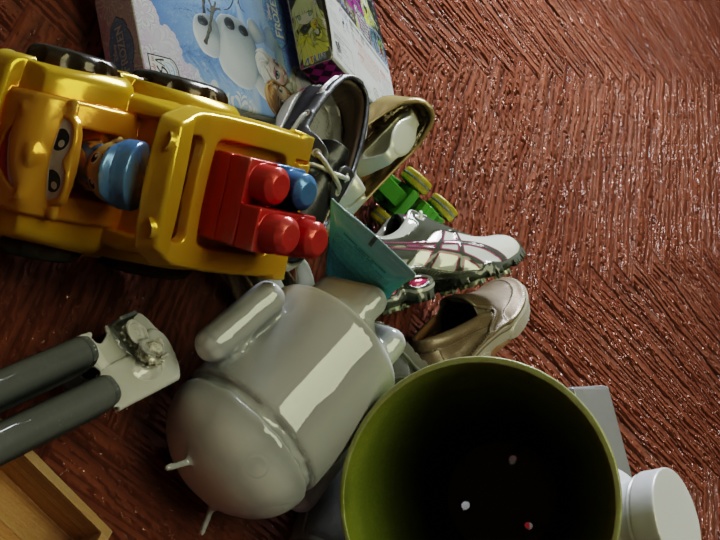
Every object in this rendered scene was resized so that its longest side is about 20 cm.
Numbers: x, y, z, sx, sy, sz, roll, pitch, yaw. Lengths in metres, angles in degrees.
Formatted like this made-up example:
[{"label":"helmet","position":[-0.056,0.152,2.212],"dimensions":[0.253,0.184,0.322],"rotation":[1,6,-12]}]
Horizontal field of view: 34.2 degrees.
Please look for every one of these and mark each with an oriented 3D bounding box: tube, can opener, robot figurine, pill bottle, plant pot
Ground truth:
[{"label":"tube","position":[0.000,0.000,0.889],"dimensions":[0.077,0.200,0.051],"rotation":[37,78,4]},{"label":"can opener","position":[-0.175,0.072,0.698],"dimensions":[0.053,0.066,0.200],"rotation":[57,24,3]},{"label":"robot figurine","position":[-0.054,0.090,0.812],"dimensions":[0.200,0.112,0.170],"rotation":[-45,123,-30]},{"label":"pill bottle","position":[0.182,0.232,1.005],"dimensions":[0.112,0.199,0.113],"rotation":[30,49,-42]},{"label":"plant pot","position":[0.098,0.166,0.862],"dimensions":[0.200,0.186,0.189],"rotation":[38,38,-74]}]

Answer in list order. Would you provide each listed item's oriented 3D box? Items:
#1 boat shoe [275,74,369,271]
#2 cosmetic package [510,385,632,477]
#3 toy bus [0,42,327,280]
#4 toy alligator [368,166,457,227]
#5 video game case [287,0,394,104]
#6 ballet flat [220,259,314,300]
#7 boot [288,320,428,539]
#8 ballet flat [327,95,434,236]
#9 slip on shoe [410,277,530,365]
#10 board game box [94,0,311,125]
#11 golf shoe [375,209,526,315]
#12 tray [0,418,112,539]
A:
[{"label":"boat shoe","position":[-0.034,-0.080,0.883],"dimensions":[0.074,0.060,0.201],"rotation":[51,32,-25]},{"label":"cosmetic package","position":[0.202,0.219,1.125],"dimensions":[0.090,0.106,0.202],"rotation":[9,67,-51]},{"label":"toy bus","position":[-0.120,-0.053,0.731],"dimensions":[0.199,0.191,0.137],"rotation":[8,98,-49]},{"label":"toy alligator","position":[0.027,-0.073,1.093],"dimensions":[0.200,0.059,0.054],"rotation":[41,-1,-32]},{"label":"video game case","position":[-0.021,-0.231,1.066],"dimensions":[0.200,0.036,0.183],"rotation":[33,44,-68]},{"label":"ballet flat","position":[-0.081,-0.013,0.893],"dimensions":[0.201,0.072,0.068],"rotation":[61,35,-10]},{"label":"boot","position":[0.023,0.164,0.942],"dimensions":[0.182,0.072,0.201],"rotation":[39,42,-35]},{"label":"ballet flat","position":[-0.008,-0.086,0.983],"dimensions":[0.200,0.063,0.069],"rotation":[-50,119,-29]},{"label":"slip on shoe","position":[0.101,0.048,1.108],"dimensions":[0.200,0.076,0.061],"rotation":[-42,118,-46]},{"label":"board game box","position":[-0.125,-0.211,0.931],"dimensions":[0.198,0.043,0.202],"rotation":[5,67,-52]},{"label":"golf shoe","position":[0.069,-0.018,1.057],"dimensions":[0.199,0.077,0.089],"rotation":[-14,84,-38]},{"label":"tray","position":[-0.234,0.120,0.646],"dimensions":[0.200,0.037,0.099],"rotation":[53,37,-23]}]
